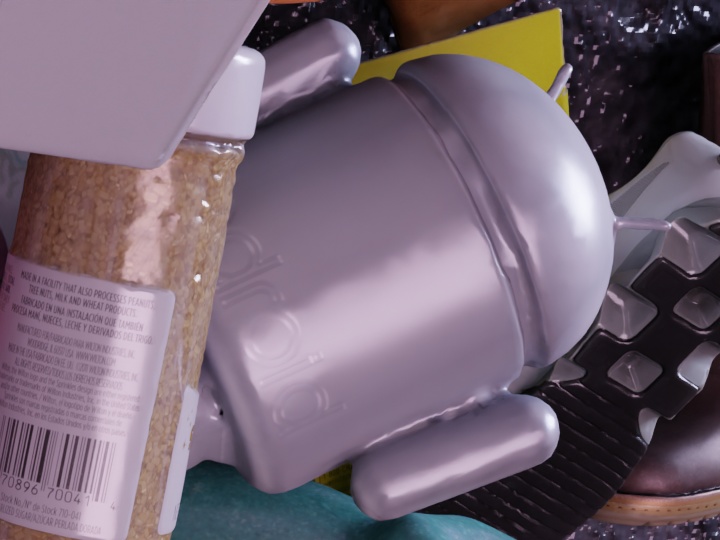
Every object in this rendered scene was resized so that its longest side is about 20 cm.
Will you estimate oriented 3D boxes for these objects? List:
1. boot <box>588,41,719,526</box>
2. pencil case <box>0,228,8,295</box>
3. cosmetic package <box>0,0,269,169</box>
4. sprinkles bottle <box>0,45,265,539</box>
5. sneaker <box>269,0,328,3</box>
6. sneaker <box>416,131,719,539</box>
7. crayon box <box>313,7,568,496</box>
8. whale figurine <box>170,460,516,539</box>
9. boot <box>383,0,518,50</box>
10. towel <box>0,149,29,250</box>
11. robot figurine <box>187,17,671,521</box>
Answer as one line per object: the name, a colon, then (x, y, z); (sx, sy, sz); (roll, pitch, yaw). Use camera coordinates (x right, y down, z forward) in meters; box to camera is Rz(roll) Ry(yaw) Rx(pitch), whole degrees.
boot: (0.135, -0.004, 1.099); (0.200, 0.072, 0.167); (-30, 120, -52)
pencil case: (-0.181, -0.003, 0.802); (0.200, 0.087, 0.088); (8, 106, -67)
cosmetic package: (-0.122, -0.147, 0.716); (0.200, 0.165, 0.165); (6, 135, -35)
sprinkles bottle: (-0.080, 0.025, 0.855); (0.068, 0.068, 0.200); (8, 96, -35)
sneaker: (0.000, -0.175, 0.835); (0.112, 0.078, 0.200); (6, 88, 7)
sneaker: (0.073, 0.030, 1.034); (0.200, 0.089, 0.074); (-42, 123, 18)
crayon box: (0.019, 0.004, 1.060); (0.127, 0.051, 0.200); (-17, 118, -27)
whale figurine: (-0.039, 0.102, 0.983); (0.159, 0.200, 0.104); (10, 68, -55)
boot: (-0.004, -0.124, 0.960); (0.188, 0.069, 0.200); (-38, 160, -1)
towel: (-0.176, 0.000, 0.934); (0.200, 0.048, 0.171); (-38, 125, -16)
robot figurine: (0.000, 0.000, 0.941); (0.200, 0.113, 0.170); (-26, 80, -10)
